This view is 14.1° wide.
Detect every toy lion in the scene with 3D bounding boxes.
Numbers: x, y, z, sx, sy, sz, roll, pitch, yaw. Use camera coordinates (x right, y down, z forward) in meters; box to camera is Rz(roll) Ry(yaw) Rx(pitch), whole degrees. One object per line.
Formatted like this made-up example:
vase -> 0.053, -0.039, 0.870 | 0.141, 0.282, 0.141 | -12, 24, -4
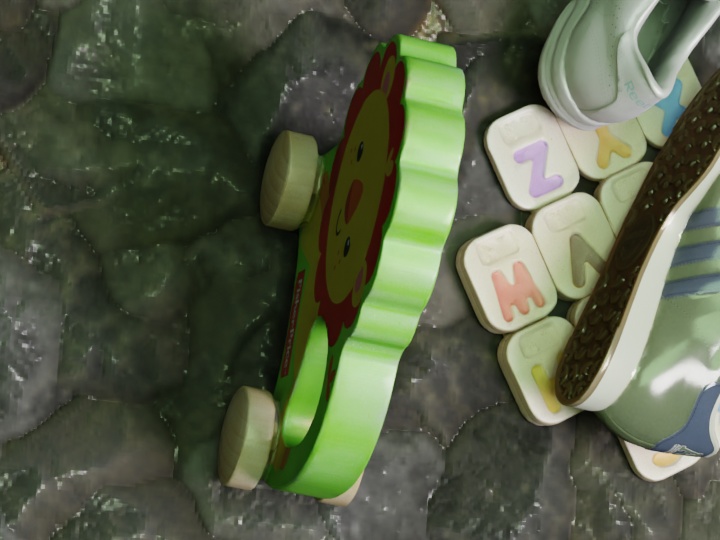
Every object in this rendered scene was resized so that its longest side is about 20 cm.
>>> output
toy lion -> 0.000, 0.000, 1.309 | 0.068, 0.192, 0.201 | 12, 80, -14

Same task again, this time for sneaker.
sneaker -> 0.158, -0.162, 1.421 | 0.075, 0.088, 0.201 | 26, 73, -29
sneaker -> 0.174, -0.001, 1.415 | 0.090, 0.067, 0.201 | 33, 75, -17

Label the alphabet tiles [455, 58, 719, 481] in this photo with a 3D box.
alphabet tiles -> 0.150, -0.005, 1.446 | 0.199, 0.015, 0.197 | -24, 90, -18
